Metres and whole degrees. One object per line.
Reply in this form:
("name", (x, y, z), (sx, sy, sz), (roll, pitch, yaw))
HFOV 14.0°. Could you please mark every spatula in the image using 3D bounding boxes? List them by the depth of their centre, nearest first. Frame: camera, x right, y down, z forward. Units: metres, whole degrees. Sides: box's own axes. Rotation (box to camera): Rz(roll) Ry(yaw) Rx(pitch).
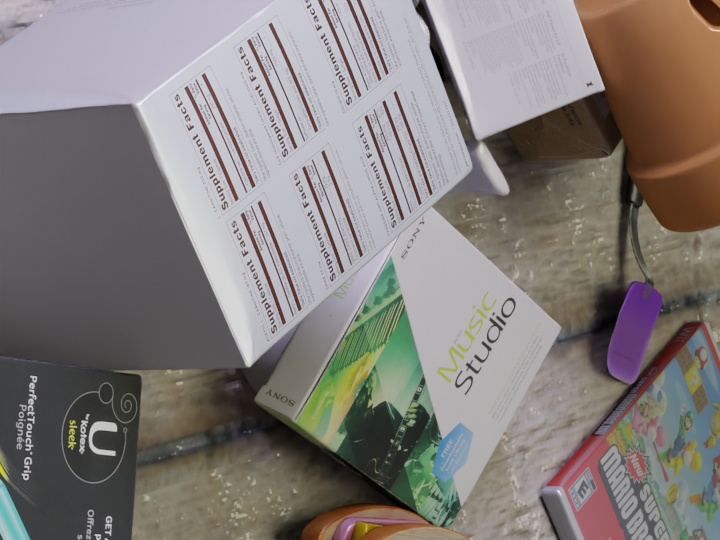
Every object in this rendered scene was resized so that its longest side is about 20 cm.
("spatula", (0.182, -0.028, 1.918), (0.057, 0.021, 0.200), (23, 69, -59))

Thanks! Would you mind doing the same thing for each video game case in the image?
("video game case", (0.199, 0.146, 1.934), (0.200, 0.017, 0.143), (-45, 120, -40))

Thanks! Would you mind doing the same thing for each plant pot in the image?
("plant pot", (0.218, -0.138, 1.741), (0.140, 0.200, 0.200), (50, 52, -15))

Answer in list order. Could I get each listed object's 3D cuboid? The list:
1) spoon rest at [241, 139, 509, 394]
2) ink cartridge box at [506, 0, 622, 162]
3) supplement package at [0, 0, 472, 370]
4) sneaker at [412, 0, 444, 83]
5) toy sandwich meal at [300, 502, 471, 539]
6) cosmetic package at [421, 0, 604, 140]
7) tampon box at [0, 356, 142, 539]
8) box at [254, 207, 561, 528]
("spoon rest", (0.000, 0.000, 1.695), (0.200, 0.061, 0.099), (-44, 120, -25))
("ink cartridge box", (0.120, -0.193, 1.815), (0.200, 0.075, 0.165), (56, 51, -30))
("supplement package", (-0.090, -0.060, 1.479), (0.200, 0.191, 0.147), (-41, 118, -41))
("sneaker", (0.006, -0.118, 1.650), (0.200, 0.114, 0.076), (7, 84, -49))
("toy sandwich meal", (0.015, 0.235, 1.680), (0.205, 0.070, 0.205), (3, 87, -49))
("cosmetic package", (0.067, -0.183, 1.683), (0.051, 0.082, 0.200), (-105, 174, -69))
("tampon box", (-0.218, 0.112, 1.376), (0.200, 0.126, 0.150), (11, 81, -49))
("box", (0.031, 0.052, 1.674), (0.144, 0.036, 0.200), (-61, 144, -7))
